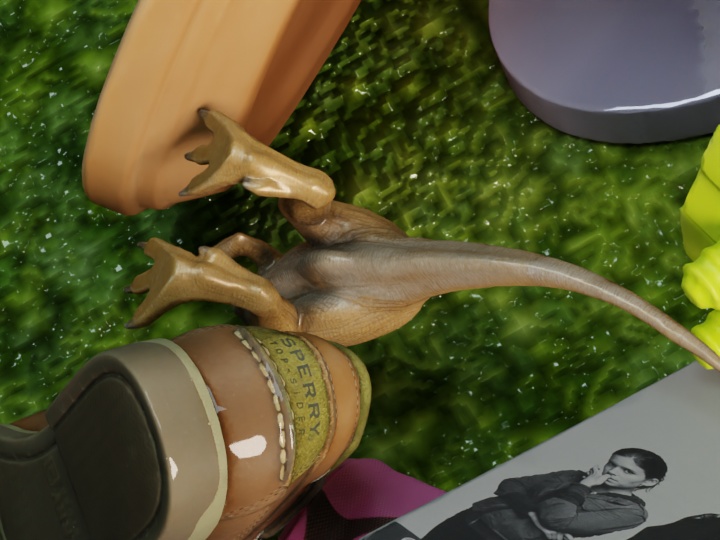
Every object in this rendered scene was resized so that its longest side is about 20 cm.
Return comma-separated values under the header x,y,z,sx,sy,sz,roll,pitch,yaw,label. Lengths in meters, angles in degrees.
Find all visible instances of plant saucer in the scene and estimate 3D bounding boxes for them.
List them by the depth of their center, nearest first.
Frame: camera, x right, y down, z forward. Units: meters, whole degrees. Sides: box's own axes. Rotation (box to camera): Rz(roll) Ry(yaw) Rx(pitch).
x,y,z,sx,sy,sz,roll,pitch,yaw,label
-0.017,-0.100,0.823,0.037,0.200,0.200,29,71,4,plant saucer

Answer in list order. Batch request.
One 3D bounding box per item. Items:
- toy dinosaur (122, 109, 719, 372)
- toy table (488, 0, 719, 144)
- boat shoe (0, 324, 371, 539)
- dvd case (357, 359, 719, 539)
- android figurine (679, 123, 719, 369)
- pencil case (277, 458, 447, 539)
x,y,z,sx,sy,sz,roll,pitch,yaw,label
0.000,0.000,0.769,0.200,0.106,0.061,-14,60,52,toy dinosaur
0.118,-0.139,0.837,0.184,0.117,0.200,36,76,32,toy table
-0.060,0.064,0.764,0.068,0.200,0.072,-13,83,-29,boat shoe
0.116,0.077,0.698,0.150,0.025,0.200,33,38,31,dvd case
0.158,-0.051,0.732,0.200,0.182,0.041,-41,68,-10,android figurine
0.058,0.125,0.719,0.200,0.091,0.094,24,71,31,pencil case
